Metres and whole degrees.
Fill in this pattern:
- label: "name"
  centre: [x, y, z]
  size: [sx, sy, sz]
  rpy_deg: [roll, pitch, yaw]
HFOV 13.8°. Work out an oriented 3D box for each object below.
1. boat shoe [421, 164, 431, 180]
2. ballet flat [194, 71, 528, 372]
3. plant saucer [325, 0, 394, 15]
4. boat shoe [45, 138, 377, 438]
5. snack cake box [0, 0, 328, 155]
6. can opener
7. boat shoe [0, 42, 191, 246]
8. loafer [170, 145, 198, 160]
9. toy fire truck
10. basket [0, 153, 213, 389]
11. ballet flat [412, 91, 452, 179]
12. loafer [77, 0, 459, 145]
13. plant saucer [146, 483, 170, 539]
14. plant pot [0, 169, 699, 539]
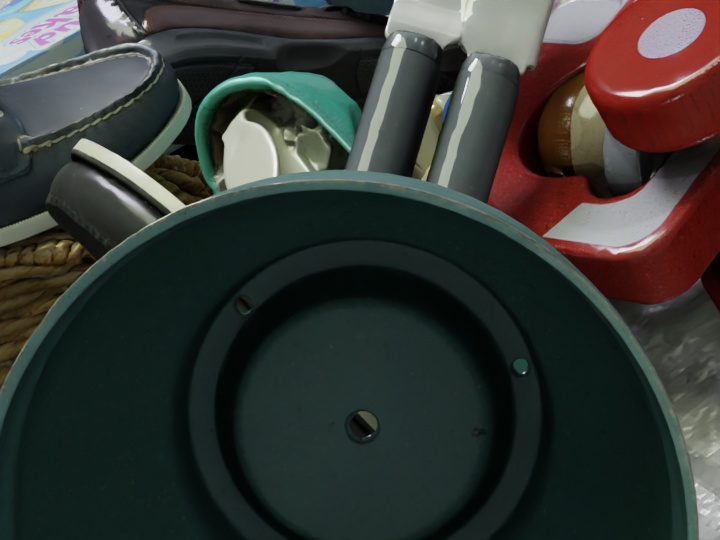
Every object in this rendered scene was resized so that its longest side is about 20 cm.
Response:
- label: "boat shoe"
  centre: [0.096, -0.048, 1.114]
  size: [0.200, 0.070, 0.070]
  rpy_deg: [-37, -18, -19]
- label: "ballet flat"
  centre: [0.000, 0.000, 1.028]
  size: [0.200, 0.070, 0.068]
  rpy_deg: [50, 121, 36]
- label: "plant saucer"
  centre: [0.050, -0.189, 1.219]
  size: [0.201, 0.039, 0.201]
  rpy_deg: [-36, -18, -14]
- label: "boat shoe"
  centre: [-0.046, 0.033, 1.007]
  size: [0.063, 0.074, 0.201]
  rpy_deg: [-43, 67, -4]
- label: "snack cake box"
  centre: [-0.112, -0.085, 1.263]
  size: [0.200, 0.068, 0.115]
  rpy_deg: [-33, 19, -31]
- label: "can opener"
  centre: [0.028, -0.052, 0.992]
  size: [0.052, 0.067, 0.201]
  rpy_deg: [14, 64, 5]
- label: "boat shoe"
  centre: [-0.158, -0.042, 1.074]
  size: [0.199, 0.062, 0.075]
  rpy_deg: [-22, 29, -10]
- label: "loafer"
  centre: [-0.085, -0.033, 1.307]
  size: [0.199, 0.071, 0.073]
  rpy_deg: [-20, 26, 30]
- label: "toy fire truck"
  centre: [0.114, -0.070, 1.025]
  size: [0.167, 0.112, 0.200]
  rpy_deg: [9, 53, 50]
- label: "basket"
  centre: [-0.133, 0.020, 1.170]
  size: [0.199, 0.143, 0.149]
  rpy_deg: [-23, 25, 24]
- label: "ballet flat"
  centre: [0.029, -0.030, 1.158]
  size: [0.075, 0.064, 0.200]
  rpy_deg: [-21, 25, 30]
- label: "loafer"
  centre: [-0.030, -0.087, 1.205]
  size: [0.072, 0.199, 0.063]
  rpy_deg: [-49, 56, 31]
- label: "plant saucer"
  centre: [-0.113, 0.127, 0.997]
  size: [0.200, 0.035, 0.201]
  rpy_deg: [-41, 32, 33]
- label: "plant pot"
  centre: [-0.002, 0.060, 0.873]
  size: [0.200, 0.201, 0.134]
  rpy_deg: [-29, 9, 10]
